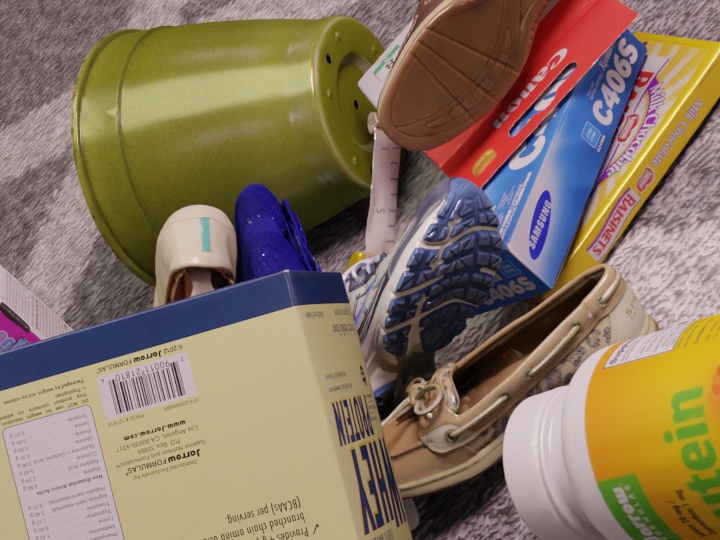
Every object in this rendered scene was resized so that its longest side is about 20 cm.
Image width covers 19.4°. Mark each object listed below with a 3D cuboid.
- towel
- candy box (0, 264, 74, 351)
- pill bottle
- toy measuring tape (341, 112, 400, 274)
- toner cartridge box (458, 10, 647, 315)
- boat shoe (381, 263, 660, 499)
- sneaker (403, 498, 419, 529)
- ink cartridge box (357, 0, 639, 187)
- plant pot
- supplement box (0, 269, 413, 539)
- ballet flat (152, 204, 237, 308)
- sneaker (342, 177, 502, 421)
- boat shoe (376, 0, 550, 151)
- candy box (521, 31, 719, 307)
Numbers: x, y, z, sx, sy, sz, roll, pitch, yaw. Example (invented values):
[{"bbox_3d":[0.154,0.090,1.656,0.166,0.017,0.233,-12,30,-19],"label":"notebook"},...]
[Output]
[{"bbox_3d":[-0.046,0.043,1.298,0.049,0.149,0.200,-3,20,-7],"label":"towel"},{"bbox_3d":[-0.229,0.110,1.461,0.136,0.200,0.061,-39,26,13],"label":"candy box"},{"bbox_3d":[0.171,0.082,1.053,0.199,0.111,0.112,-19,40,41],"label":"pill bottle"},{"bbox_3d":[0.000,0.000,1.376,0.073,0.073,0.202,-4,82,51],"label":"toy measuring tape"},{"bbox_3d":[0.108,-0.067,1.326,0.095,0.043,0.201,-23,35,50],"label":"toner cartridge box"},{"bbox_3d":[0.076,0.064,1.223,0.199,0.063,0.073,-32,28,9],"label":"boat shoe"},{"bbox_3d":[-0.037,0.198,1.238,0.080,0.070,0.201,4,57,51],"label":"sneaker"},{"bbox_3d":[0.083,-0.144,1.376,0.161,0.050,0.200,-48,20,6],"label":"ink cartridge box"},{"bbox_3d":[-0.075,-0.101,1.543,0.192,0.201,0.201,-12,44,30],"label":"plant pot"},{"bbox_3d":[-0.088,0.122,1.124,0.198,0.202,0.134,-16,-3,11],"label":"supplement box"},{"bbox_3d":[-0.108,0.050,1.362,0.069,0.201,0.070,2,41,-2],"label":"ballet flat"},{"bbox_3d":[0.016,0.018,1.265,0.085,0.077,0.201,50,131,35],"label":"sneaker"},{"bbox_3d":[0.072,-0.165,1.337,0.201,0.072,0.072,-58,22,-3],"label":"boat shoe"},{"bbox_3d":[0.153,-0.065,1.337,0.201,0.026,0.102,-54,30,-9],"label":"candy box"}]
